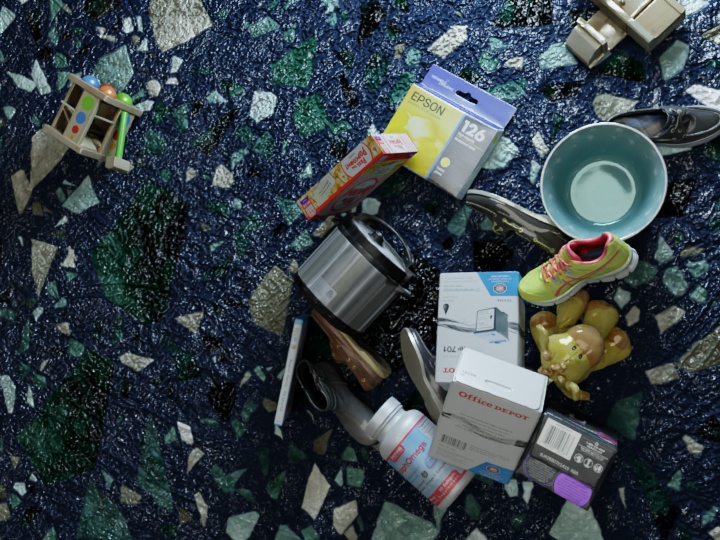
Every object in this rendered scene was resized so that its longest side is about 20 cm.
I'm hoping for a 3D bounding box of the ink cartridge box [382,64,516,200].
[{"bbox_3d":[0.159,-0.269,1.329,0.197,0.047,0.201,34,100,20],"label":"ink cartridge box"}]

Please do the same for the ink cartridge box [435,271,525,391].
[{"bbox_3d":[0.214,0.110,1.239,0.146,0.086,0.201,-2,70,20],"label":"ink cartridge box"}]

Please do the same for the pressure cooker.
[{"bbox_3d":[0.000,0.000,1.293,0.176,0.179,0.200,39,99,-24],"label":"pressure cooker"}]

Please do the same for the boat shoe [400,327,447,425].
[{"bbox_3d":[0.136,0.195,1.307,0.062,0.073,0.201,-18,73,-21],"label":"boat shoe"}]

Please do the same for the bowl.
[{"bbox_3d":[0.414,-0.141,1.194,0.200,0.105,0.202,-1,86,20],"label":"bowl"}]

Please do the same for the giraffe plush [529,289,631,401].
[{"bbox_3d":[0.350,0.132,1.168,0.172,0.162,0.201,33,97,19],"label":"giraffe plush"}]

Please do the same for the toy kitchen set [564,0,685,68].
[{"bbox_3d":[0.411,-0.460,1.176,0.163,0.180,0.200,-43,70,13],"label":"toy kitchen set"}]

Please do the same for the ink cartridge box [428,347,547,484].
[{"bbox_3d":[0.207,0.241,1.150,0.144,0.084,0.201,19,131,10],"label":"ink cartridge box"}]

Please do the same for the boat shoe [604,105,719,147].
[{"bbox_3d":[0.514,-0.250,1.186,0.199,0.066,0.070,3,88,20],"label":"boat shoe"}]

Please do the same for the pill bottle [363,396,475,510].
[{"bbox_3d":[0.107,0.326,1.265,0.200,0.109,0.109,39,99,13],"label":"pill bottle"}]

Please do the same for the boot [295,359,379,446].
[{"bbox_3d":[-0.046,0.256,1.320,0.070,0.132,0.200,-45,74,10],"label":"boot"}]

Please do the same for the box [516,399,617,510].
[{"bbox_3d":[0.342,0.292,1.140,0.122,0.200,0.106,26,95,19],"label":"box"}]

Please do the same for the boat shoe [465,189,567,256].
[{"bbox_3d":[0.275,-0.087,1.258,0.201,0.072,0.061,25,91,17],"label":"boat shoe"}]

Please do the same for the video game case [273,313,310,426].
[{"bbox_3d":[-0.130,0.187,1.351,0.018,0.143,0.201,11,90,2],"label":"video game case"}]

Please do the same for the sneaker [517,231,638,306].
[{"bbox_3d":[0.341,-0.011,1.142,0.199,0.090,0.078,-27,44,27],"label":"sneaker"}]

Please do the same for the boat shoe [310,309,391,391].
[{"bbox_3d":[-0.031,0.149,1.354,0.200,0.072,0.068,45,99,14],"label":"boat shoe"}]

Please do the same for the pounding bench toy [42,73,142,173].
[{"bbox_3d":[-0.563,-0.325,1.551,0.200,0.124,0.156,32,97,19],"label":"pounding bench toy"}]

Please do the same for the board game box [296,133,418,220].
[{"bbox_3d":[-0.004,-0.176,1.299,0.200,0.151,0.046,-38,81,29],"label":"board game box"}]
